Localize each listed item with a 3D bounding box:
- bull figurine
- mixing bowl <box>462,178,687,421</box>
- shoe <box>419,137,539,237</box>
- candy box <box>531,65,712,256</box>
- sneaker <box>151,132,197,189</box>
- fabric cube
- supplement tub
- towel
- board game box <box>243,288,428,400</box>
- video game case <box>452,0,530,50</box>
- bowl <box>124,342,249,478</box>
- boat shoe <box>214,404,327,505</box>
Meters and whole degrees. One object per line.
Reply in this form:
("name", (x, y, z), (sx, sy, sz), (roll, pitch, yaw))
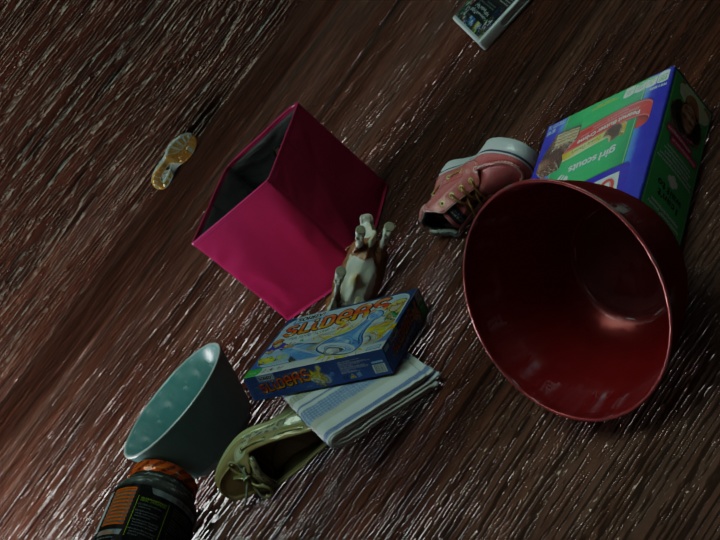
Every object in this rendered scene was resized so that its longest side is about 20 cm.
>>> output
("bull figurine", (0.000, 0.000, 1.305), (0.122, 0.064, 0.203), (102, -175, -62))
("mixing bowl", (0.192, 0.010, 0.809), (0.107, 0.204, 0.199), (-23, 0, -40))
("shoe", (0.141, -0.095, 1.194), (0.092, 0.071, 0.199), (-59, 18, -17))
("candy box", (0.239, -0.077, 0.954), (0.168, 0.077, 0.203), (-23, 37, 50))
("sneaker", (-0.580, -0.344, 3.002), (0.201, 0.075, 0.088), (-51, 22, 0))
("fabric cube", (-0.103, -0.089, 1.490), (0.195, 0.198, 0.202), (-35, 27, 37))
("supplement tub", (-0.285, 0.356, 1.265), (0.122, 0.122, 0.202), (-33, 28, 38))
("towel", (-0.007, 0.132, 1.117), (0.145, 0.024, 0.199), (-30, 20, -14))
("board game box", (-0.029, 0.088, 1.166), (0.197, 0.035, 0.136), (-15, 21, 30))
("video game case", (0.241, -0.461, 1.621), (0.182, 0.023, 0.201), (-46, 23, 14))
("bowl", (-0.231, 0.214, 1.387), (0.200, 0.105, 0.202), (-42, 17, 16))
("boat shoe", (-0.106, 0.222, 1.182), (0.199, 0.073, 0.063), (-42, 21, 21))
